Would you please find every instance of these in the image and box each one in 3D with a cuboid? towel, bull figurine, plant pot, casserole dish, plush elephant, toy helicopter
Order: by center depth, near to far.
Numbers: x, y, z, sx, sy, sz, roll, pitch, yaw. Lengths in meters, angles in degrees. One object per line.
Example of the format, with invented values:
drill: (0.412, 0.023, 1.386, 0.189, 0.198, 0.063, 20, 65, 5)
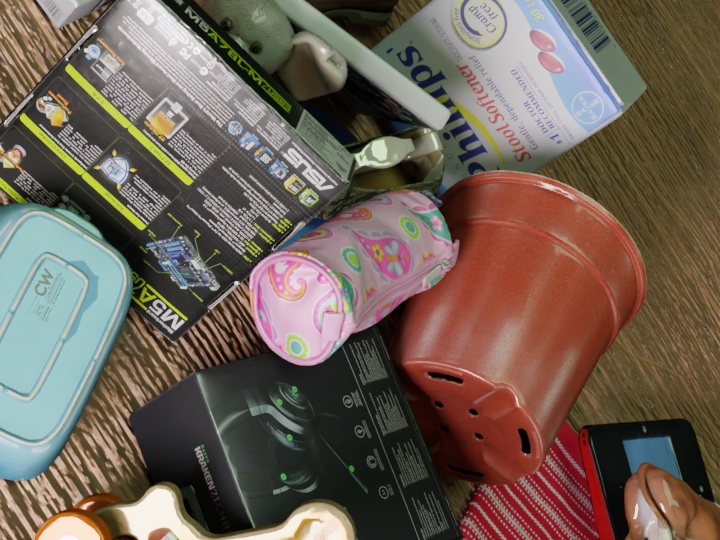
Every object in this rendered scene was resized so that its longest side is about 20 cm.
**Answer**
toy helicopter: (-0.097, 0.194, 0.838, 0.079, 0.198, 0.133, 12, 64, -85)
casserole dish: (-0.218, 0.040, 0.883, 0.121, 0.039, 0.201, 34, 58, -22)
plush elephant: (-0.105, -0.143, 1.010, 0.164, 0.155, 0.201, 30, 48, -2)
plant pot: (0.113, 0.057, 1.120, 0.201, 0.200, 0.196, 43, 52, -15)
towel: (0.165, 0.217, 1.184, 0.145, 0.022, 0.200, 49, 42, -8)
bull figurine: (0.295, 0.243, 1.193, 0.200, 0.065, 0.122, 33, 50, -36)

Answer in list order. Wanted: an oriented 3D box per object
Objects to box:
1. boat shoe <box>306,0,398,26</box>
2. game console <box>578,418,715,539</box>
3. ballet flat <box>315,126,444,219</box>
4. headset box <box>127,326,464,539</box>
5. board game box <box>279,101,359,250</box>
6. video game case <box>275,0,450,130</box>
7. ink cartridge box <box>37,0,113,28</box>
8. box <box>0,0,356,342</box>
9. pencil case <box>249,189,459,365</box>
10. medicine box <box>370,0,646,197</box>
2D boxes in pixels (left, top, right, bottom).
boat shoe: (-0.033, -0.274, 1.247, 0.072, 0.068, 0.199, 45, 31, 23)
game console: (0.279, 0.227, 1.254, 0.199, 0.031, 0.178, 5, 71, -49)
ballet flat: (0.026, -0.089, 1.138, 0.199, 0.075, 0.068, -18, 74, -49)
headset box: (-0.048, 0.150, 0.965, 0.199, 0.093, 0.175, -13, 75, -47)
board game box: (-0.057, -0.060, 1.131, 0.157, 0.039, 0.201, 27, 44, -24)
video game case: (-0.037, -0.188, 1.141, 0.199, 0.182, 0.023, 34, 87, -25)
ink cartridge box: (-0.208, -0.279, 1.118, 0.100, 0.039, 0.200, 53, 43, -4)
box: (-0.138, -0.076, 0.943, 0.200, 0.193, 0.048, 42, 28, -15)
pencil case: (0.000, 0.000, 0.995, 0.088, 0.087, 0.200, 59, 33, 2)
medicine box: (0.128, -0.180, 1.253, 0.183, 0.200, 0.103, 54, 31, -3)
